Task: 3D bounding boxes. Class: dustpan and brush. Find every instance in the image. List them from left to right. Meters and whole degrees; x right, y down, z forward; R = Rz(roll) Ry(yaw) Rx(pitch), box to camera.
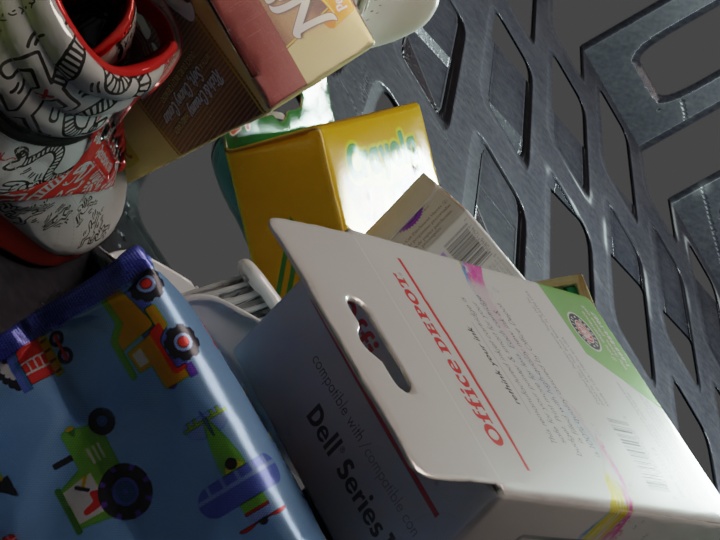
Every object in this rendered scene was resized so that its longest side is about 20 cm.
[{"bbox_3d":[-0.013,0.055,0.849,0.200,0.057,0.139,52,-10,-17],"label":"dustpan and brush"}]

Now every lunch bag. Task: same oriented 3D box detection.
[{"bbox_3d":[-0.060,0.081,0.731,0.151,0.094,0.200,60,3,3],"label":"lunch bag"}]

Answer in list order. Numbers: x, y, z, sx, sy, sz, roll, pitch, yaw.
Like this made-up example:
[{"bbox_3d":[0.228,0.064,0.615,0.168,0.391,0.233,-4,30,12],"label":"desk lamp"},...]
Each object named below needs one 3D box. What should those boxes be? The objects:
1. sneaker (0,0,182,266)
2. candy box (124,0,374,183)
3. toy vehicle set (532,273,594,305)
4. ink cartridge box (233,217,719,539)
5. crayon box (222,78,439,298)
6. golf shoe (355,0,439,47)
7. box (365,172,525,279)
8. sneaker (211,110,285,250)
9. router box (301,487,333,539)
[{"bbox_3d":[-0.103,-0.059,0.774,0.068,0.107,0.201,64,14,14],"label":"sneaker"},{"bbox_3d":[-0.081,-0.106,0.826,0.116,0.055,0.200,59,-25,-7],"label":"candy box"},{"bbox_3d":[0.090,0.096,1.129,0.027,0.123,0.201,92,-16,-52],"label":"toy vehicle set"},{"bbox_3d":[0.034,0.057,0.739,0.199,0.067,0.118,15,36,-50],"label":"ink cartridge box"},{"bbox_3d":[0.000,0.000,0.954,0.127,0.050,0.202,-24,101,-65],"label":"crayon box"},{"bbox_3d":[-0.040,-0.125,0.989,0.198,0.076,0.092,-1,30,-31],"label":"golf shoe"},{"bbox_3d":[0.073,0.034,0.952,0.200,0.041,0.039,46,-1,-40],"label":"box"},{"bbox_3d":[-0.010,0.012,1.045,0.201,0.077,0.080,59,23,-10],"label":"sneaker"},{"bbox_3d":[0.072,0.163,0.778,0.157,0.052,0.201,26,29,-41],"label":"router box"}]
